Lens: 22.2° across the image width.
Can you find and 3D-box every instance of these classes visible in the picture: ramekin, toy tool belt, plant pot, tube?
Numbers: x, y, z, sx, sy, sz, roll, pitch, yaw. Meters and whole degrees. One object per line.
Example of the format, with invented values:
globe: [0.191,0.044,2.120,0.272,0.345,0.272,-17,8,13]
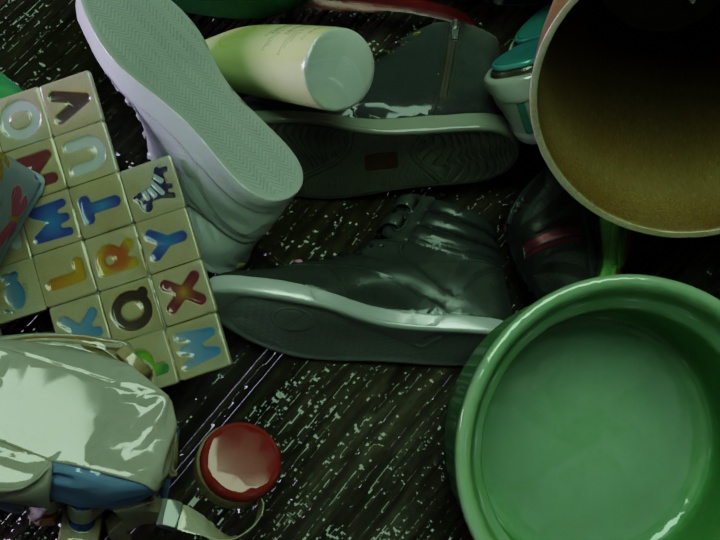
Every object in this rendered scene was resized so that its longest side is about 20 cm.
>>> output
ramekin: [0.143,0.102,1.064,0.200,0.098,0.200,0,90,-8]
toy tool belt: [-0.152,0.107,1.068,0.200,0.123,0.125,14,65,-7]
plant pot: [0.195,-0.150,1.122,0.186,0.186,0.200,9,32,-1]
tube: [-0.065,-0.136,1.176,0.058,0.200,0.052,22,87,-32]

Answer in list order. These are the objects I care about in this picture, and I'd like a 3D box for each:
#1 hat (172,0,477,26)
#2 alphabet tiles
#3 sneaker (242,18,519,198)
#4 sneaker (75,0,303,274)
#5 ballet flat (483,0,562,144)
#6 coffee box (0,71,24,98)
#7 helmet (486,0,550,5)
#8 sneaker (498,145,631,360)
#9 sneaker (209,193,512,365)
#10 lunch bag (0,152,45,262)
hat: [-0.054,-0.174,1.224,0.200,0.166,0.176,-35,93,8]
alphabet tiles: [-0.183,-0.013,1.117,0.167,0.008,0.200,-18,84,7]
sneaker: [0.002,-0.111,1.226,0.200,0.075,0.106,0,50,-5]
sneaker: [-0.127,-0.088,1.164,0.074,0.116,0.200,-25,71,-38]
ballet flat: [0.132,-0.135,1.231,0.069,0.069,0.200,26,30,9]
coffee box: [-0.280,-0.088,1.192,0.200,0.044,0.123,38,67,15]
helmet: [0.115,-0.291,1.262,0.200,0.200,0.191,12,37,1]
sneaker: [0.129,-0.008,1.183,0.084,0.077,0.200,4,57,15]
sneaker: [0.000,0.000,1.162,0.200,0.071,0.099,6,60,-9]
lunch bag: [-0.281,0.004,1.042,0.127,0.170,0.200,29,87,6]
